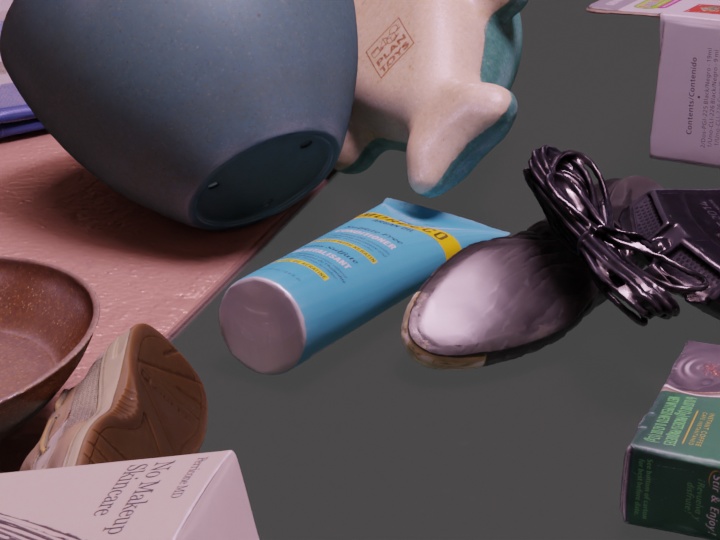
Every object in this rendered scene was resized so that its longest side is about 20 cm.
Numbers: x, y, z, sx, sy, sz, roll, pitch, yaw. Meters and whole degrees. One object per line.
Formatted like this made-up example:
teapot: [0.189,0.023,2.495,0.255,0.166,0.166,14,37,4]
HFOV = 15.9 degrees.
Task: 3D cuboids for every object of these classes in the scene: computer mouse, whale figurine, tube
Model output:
computer mouse: [0.184,-0.005,1.312,0.199,0.053,0.139,1,35,-27]
whale figurine: [0.050,-0.106,1.485,0.104,0.159,0.200,36,15,-31]
tube: [0.000,0.000,1.336,0.077,0.051,0.200,21,26,23]

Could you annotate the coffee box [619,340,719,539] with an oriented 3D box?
coffee box: [0.228,0.087,1.152,0.199,0.044,0.123,10,26,18]

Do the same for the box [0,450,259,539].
box: [-0.142,0.123,0.982,0.199,0.069,0.082,-8,21,17]

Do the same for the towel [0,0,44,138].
towel: [-0.218,-0.133,1.629,0.147,0.024,0.200,-13,30,-32]

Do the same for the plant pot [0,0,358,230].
plant pot: [-0.080,-0.103,1.412,0.200,0.200,0.135,-14,64,-29]

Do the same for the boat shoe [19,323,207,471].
boat shoe: [-0.113,0.093,1.115,0.065,0.072,0.200,-35,19,17]

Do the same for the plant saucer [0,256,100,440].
plant saucer: [-0.217,0.050,1.200,0.200,0.037,0.201,-7,24,3]

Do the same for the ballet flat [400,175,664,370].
ballet flat: [0.093,0.008,1.328,0.200,0.057,0.067,-28,72,-40]

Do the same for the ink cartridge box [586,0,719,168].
ink cartridge box: [0.237,-0.116,1.435,0.175,0.084,0.200,10,19,25]
